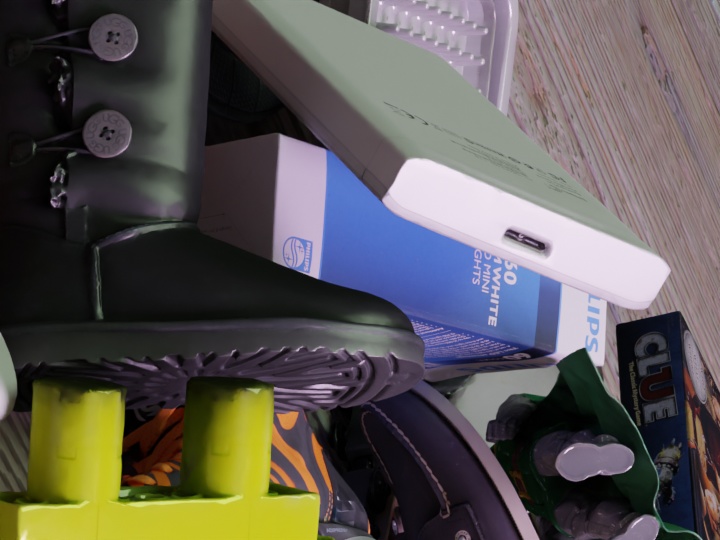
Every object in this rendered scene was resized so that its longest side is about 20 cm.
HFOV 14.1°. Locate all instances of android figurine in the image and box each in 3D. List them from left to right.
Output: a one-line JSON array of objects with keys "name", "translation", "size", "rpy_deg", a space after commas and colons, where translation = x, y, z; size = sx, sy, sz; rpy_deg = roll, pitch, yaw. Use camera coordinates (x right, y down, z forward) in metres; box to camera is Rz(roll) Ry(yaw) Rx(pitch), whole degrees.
[{"name": "android figurine", "translation": [-0.075, 0.135, 0.963], "size": [0.182, 0.041, 0.201], "rpy_deg": [-1, 97, -39]}]

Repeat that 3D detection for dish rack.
[{"name": "dish rack", "translation": [0.016, -0.055, 1.338], "size": [0.172, 0.043, 0.201], "rpy_deg": [11, 87, -64]}]

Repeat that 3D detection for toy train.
[{"name": "toy train", "translation": [-0.002, 0.118, 1.256], "size": [0.200, 0.034, 0.046], "rpy_deg": [-77, 152, -53]}]

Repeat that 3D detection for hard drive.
[{"name": "hard drive", "translation": [0.023, -0.056, 1.151], "size": [0.132, 0.027, 0.200], "rpy_deg": [21, 16, -33]}]

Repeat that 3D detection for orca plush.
[{"name": "orca plush", "translation": [0.069, 0.108, 1.379], "size": [0.200, 0.105, 0.071], "rpy_deg": [-76, 172, -58]}]

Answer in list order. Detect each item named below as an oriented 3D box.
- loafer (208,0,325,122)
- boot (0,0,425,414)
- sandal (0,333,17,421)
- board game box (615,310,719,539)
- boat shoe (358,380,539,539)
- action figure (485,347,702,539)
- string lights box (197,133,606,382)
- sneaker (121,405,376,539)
[{"name": "loafer", "translation": [-0.056, -0.107, 1.296], "size": [0.200, 0.063, 0.072], "rpy_deg": [-16, 113, -63]}, {"name": "boot", "translation": [-0.061, -0.052, 1.061], "size": [0.066, 0.164, 0.201], "rpy_deg": [114, -24, -66]}, {"name": "sandal", "translation": [-0.188, -0.022, 0.926], "size": [0.203, 0.050, 0.083], "rpy_deg": [48, 14, -18]}, {"name": "board game box", "translation": [0.161, 0.139, 1.385], "size": [0.136, 0.034, 0.200], "rpy_deg": [59, 24, -47]}, {"name": "boat shoe", "translation": [0.043, 0.130, 1.201], "size": [0.200, 0.063, 0.073], "rpy_deg": [59, -17, 22]}, {"name": "action figure", "translation": [0.085, 0.088, 1.235], "size": [0.200, 0.055, 0.118], "rpy_deg": [-179, -110, -81]}, {"name": "string lights box", "translation": [0.000, 0.000, 1.184], "size": [0.200, 0.103, 0.059], "rpy_deg": [15, 73, -45]}, {"name": "sneaker", "translation": [-0.077, 0.082, 1.077], "size": [0.200, 0.078, 0.112], "rpy_deg": [5, 52, -59]}]
